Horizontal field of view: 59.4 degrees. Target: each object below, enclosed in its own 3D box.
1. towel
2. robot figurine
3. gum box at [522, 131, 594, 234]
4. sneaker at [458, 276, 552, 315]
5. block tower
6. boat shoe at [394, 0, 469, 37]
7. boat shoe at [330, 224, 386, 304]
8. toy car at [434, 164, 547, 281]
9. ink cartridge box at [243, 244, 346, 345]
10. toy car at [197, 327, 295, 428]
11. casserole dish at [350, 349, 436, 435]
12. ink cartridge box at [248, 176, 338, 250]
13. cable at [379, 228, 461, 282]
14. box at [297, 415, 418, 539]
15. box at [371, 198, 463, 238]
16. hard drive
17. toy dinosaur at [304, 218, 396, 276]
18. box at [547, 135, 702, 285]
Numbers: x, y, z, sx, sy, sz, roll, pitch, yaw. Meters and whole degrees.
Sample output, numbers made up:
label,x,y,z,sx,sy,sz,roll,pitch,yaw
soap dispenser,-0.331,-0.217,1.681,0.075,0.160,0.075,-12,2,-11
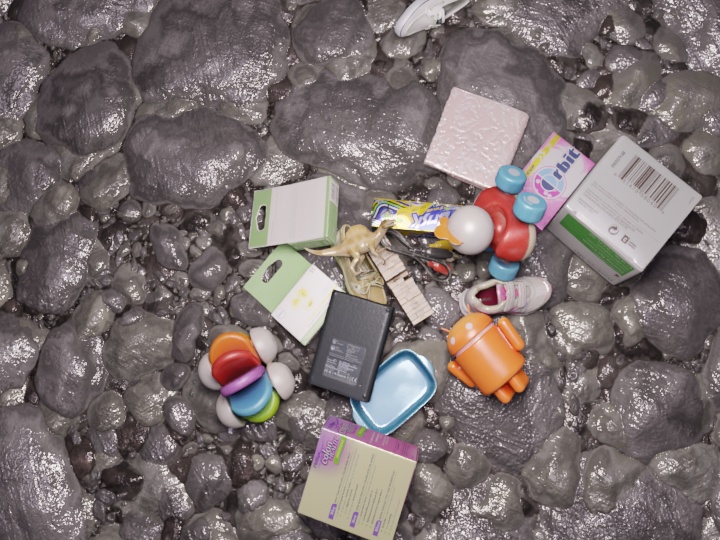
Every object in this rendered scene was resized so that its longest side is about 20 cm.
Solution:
label,x,y,z,sx,sy,sz,roll,pitch,yaw
towel,0.260,-0.293,1.423,0.188,0.032,0.203,22,81,9
robot figurine,0.255,0.173,1.294,0.116,0.144,0.201,-34,78,-26
gum box,0.398,-0.182,1.374,0.113,0.066,0.201,39,85,9
sneaker,0.308,0.056,1.325,0.196,0.088,0.083,-12,79,2
block tower,0.083,0.023,1.365,0.053,0.058,0.202,-31,77,-2
boat shoe,0.171,-0.601,1.464,0.199,0.074,0.067,-40,77,-5
boat shoe,0.002,-0.001,1.360,0.072,0.063,0.203,-17,72,-30
toy car,0.234,-0.094,1.259,0.196,0.186,0.179,-1,44,-19
ink cartridge box,-0.146,0.045,1.382,0.199,0.048,0.146,40,85,7
toy car,-0.242,0.219,1.303,0.173,0.150,0.202,-29,79,-2
casserole dish,0.069,0.257,1.331,0.199,0.039,0.122,-39,79,-4
ink cartridge box,-0.147,-0.119,1.395,0.196,0.048,0.148,-8,67,24
cable,0.127,-0.032,1.360,0.196,0.050,0.099,10,85,-6
box,-0.002,0.416,1.259,0.196,0.097,0.179,17,94,6
box,0.124,-0.111,1.379,0.196,0.070,0.066,5,81,5
hard drive,-0.020,0.155,1.313,0.137,0.033,0.204,15,88,16
toy dinosaur,-0.009,-0.041,1.316,0.197,0.058,0.103,-21,83,1
box,0.533,-0.118,1.299,0.199,0.171,0.200,41,85,10
